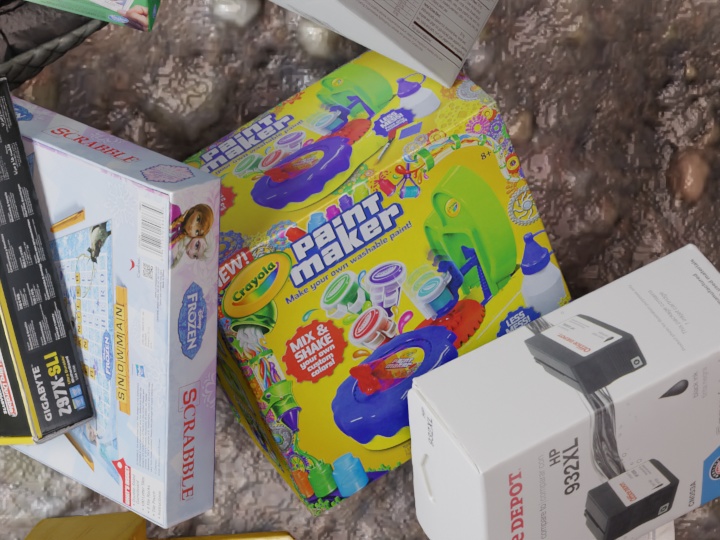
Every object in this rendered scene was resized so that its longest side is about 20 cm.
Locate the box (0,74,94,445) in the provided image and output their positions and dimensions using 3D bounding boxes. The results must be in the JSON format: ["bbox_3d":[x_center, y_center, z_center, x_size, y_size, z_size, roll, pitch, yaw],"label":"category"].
[{"bbox_3d":[-0.238,-0.002,1.499,0.049,0.159,0.202,-21,102,-40],"label":"box"}]

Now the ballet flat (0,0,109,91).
[{"bbox_3d":[-0.167,-0.165,1.552,0.200,0.057,0.067,-42,104,-6],"label":"ballet flat"}]

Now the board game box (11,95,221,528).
[{"bbox_3d":[-0.161,0.018,1.494,0.041,0.199,0.202,-19,121,-43],"label":"board game box"}]

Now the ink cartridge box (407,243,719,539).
[{"bbox_3d":[0.136,0.095,1.564,0.199,0.084,0.146,-25,141,-17],"label":"ink cartridge box"}]

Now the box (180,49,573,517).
[{"bbox_3d":[0.000,0.000,1.562,0.199,0.122,0.193,-32,126,-9],"label":"box"}]

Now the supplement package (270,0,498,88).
[{"bbox_3d":[-0.001,-0.246,1.495,0.201,0.191,0.147,-61,146,-1],"label":"supplement package"}]

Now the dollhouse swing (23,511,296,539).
[{"bbox_3d":[-0.115,0.259,1.583,0.174,0.182,0.202,1,98,5],"label":"dollhouse swing"}]

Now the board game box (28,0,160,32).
[{"bbox_3d":[-0.208,-0.201,1.467,0.198,0.135,0.029,15,64,2],"label":"board game box"}]

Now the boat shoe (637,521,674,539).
[{"bbox_3d":[0.159,0.129,1.684,0.068,0.072,0.202,-5,100,-12],"label":"boat shoe"}]
